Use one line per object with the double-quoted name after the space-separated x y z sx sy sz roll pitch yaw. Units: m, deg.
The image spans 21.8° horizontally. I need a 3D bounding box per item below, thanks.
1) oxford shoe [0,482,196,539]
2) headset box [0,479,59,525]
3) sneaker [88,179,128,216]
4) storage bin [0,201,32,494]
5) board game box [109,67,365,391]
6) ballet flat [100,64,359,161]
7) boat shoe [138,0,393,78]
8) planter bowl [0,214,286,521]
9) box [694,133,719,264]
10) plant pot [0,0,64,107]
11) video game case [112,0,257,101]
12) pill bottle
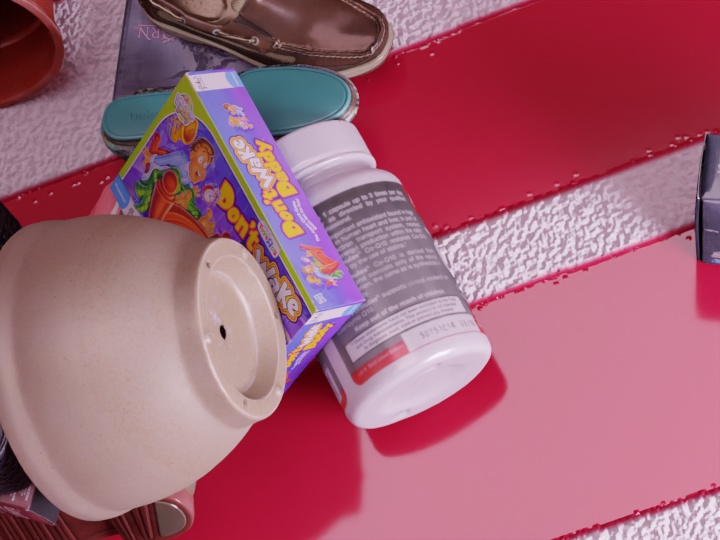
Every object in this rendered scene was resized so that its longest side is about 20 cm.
-0.211 0.158 1.362 0.199 0.071 0.075 -3 47 11 "oxford shoe"
-0.275 0.085 1.302 0.199 0.077 0.150 12 76 10 "headset box"
-0.223 0.016 1.391 0.086 0.074 0.201 17 77 18 "sneaker"
-0.290 0.048 1.226 0.134 0.094 0.201 -9 74 2 "storage bin"
-0.090 -0.021 1.309 0.135 0.045 0.201 -50 62 42 "board game box"
-0.094 -0.111 1.405 0.199 0.074 0.075 -2 74 12 "ballet flat"
-0.077 -0.193 1.403 0.201 0.075 0.075 11 77 13 "boat shoe"
-0.131 0.052 1.212 0.134 0.200 0.201 -14 72 23 "planter bowl"
0.327 -0.037 1.260 0.199 0.158 0.051 6 75 11 "box"
-0.326 -0.254 1.433 0.200 0.201 0.196 -7 65 8 "plant pot"
-0.113 -0.221 1.467 0.142 0.019 0.201 3 74 11 "video game case"
0.000 0.000 1.332 0.114 0.114 0.201 -28 71 1 "pill bottle"
